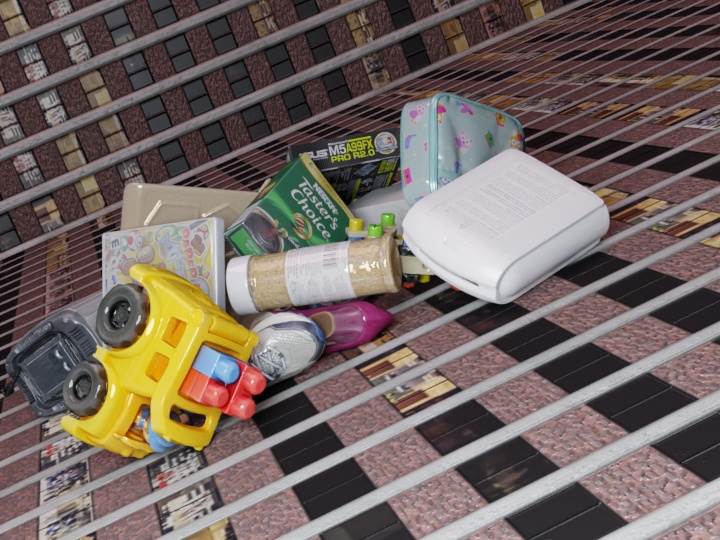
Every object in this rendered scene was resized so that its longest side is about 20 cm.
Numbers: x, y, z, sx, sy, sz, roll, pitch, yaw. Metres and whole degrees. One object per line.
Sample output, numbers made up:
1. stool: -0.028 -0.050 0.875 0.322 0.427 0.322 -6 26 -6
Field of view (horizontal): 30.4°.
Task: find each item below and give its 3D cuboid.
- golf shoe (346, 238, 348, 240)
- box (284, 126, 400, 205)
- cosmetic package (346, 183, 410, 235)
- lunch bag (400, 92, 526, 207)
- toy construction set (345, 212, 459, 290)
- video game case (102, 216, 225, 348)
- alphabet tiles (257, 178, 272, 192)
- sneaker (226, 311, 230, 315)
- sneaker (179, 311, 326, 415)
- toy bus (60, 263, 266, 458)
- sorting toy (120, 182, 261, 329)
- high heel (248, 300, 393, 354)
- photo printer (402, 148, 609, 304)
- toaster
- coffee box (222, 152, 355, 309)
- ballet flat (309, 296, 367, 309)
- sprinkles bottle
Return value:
1. golf shoe: -0.080 -0.024 1.879 0.198 0.093 0.072 -12 18 42
2. box: -0.030 -0.138 1.897 0.158 0.045 0.200 -12 -13 -9
3. cosmetic package: 0.073 -0.075 1.837 0.198 0.086 0.107 -10 16 46
4. lunch bag: 0.139 -0.133 1.717 0.198 0.163 0.076 13 -19 -43
5. toy construction set: 0.080 -0.028 1.600 0.197 0.094 0.131 -11 15 1
6. video game case: -0.243 0.045 1.625 0.180 0.204 0.023 -6 -10 29
7. alphabet tiles: -0.163 -0.050 1.990 0.201 0.014 0.196 -57 -9 -22
8. sneaker: -0.241 0.102 1.674 0.198 0.080 0.076 -22 15 10
9. sneaker: -0.126 0.116 1.479 0.198 0.078 0.085 -25 21 25
10. toy bus: -0.193 0.122 1.392 0.191 0.202 0.135 27 0 36
11. sorting toy: -0.214 -0.016 1.716 0.197 0.188 0.036 5 12 -12
12. high heel: -0.052 0.075 1.559 0.095 0.069 0.199 -1 -4 -38
13. photo printer: 0.158 -0.048 1.500 0.199 0.070 0.166 -31 47 -30
14. toaster: -0.379 0.110 1.775 0.199 0.114 0.129 -35 1 32
15. coffee box: -0.084 -0.054 1.671 0.044 0.124 0.200 -30 13 34
16. ballet flat: 0.000 0.000 1.698 0.071 0.073 0.200 -11 17 40
17. sprinkles bottle: -0.053 0.006 1.527 0.197 0.069 0.068 -8 16 14
